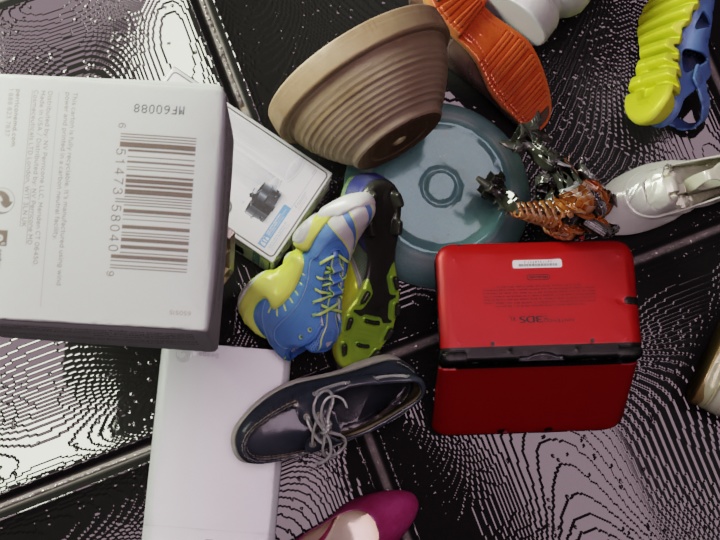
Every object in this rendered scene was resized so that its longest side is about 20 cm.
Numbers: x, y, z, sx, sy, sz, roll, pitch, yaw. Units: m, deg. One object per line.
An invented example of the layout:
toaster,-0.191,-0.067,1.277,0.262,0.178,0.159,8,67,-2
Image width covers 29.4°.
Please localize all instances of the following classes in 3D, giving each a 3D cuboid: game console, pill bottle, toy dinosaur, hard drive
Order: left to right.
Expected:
hard drive,-0.143,0.176,1.372,0.131,0.026,0.202,5,80,-4
game console,0.170,0.068,1.375,0.198,0.119,0.174,-2,75,-5
toy dinosaur,0.193,-0.077,1.349,0.136,0.200,0.102,41,94,15
pill bottle,0.214,-0.340,1.451,0.112,0.112,0.201,34,79,2

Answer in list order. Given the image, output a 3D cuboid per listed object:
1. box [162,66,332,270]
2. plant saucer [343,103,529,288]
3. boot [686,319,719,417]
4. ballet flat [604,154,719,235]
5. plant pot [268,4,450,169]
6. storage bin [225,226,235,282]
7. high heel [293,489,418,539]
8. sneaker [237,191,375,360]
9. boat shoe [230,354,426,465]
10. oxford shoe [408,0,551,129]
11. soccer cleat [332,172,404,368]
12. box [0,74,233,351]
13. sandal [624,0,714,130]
box,-0.142,-0.101,1.405,0.199,0.060,0.117,35,79,2
plant saucer,0.082,-0.083,1.432,0.198,0.036,0.202,1,80,-5
boot,0.446,0.084,1.413,0.154,0.072,0.201,30,84,2
ballet flat,0.338,-0.090,1.439,0.199,0.069,0.070,-15,81,-7
plant pot,0.016,-0.165,1.355,0.200,0.201,0.093,-30,80,-9
storage bin,-0.226,-0.040,1.317,0.200,0.199,0.094,37,78,2
high heel,-0.029,0.269,1.327,0.199,0.096,0.068,-23,82,-8
sneaker,-0.034,0.014,1.337,0.076,0.200,0.105,-15,67,-51
boat shoe,-0.029,0.143,1.349,0.199,0.062,0.075,-17,109,-20
oxford shoe,0.128,-0.228,1.452,0.071,0.073,0.200,-43,104,-23
soccer cleat,0.001,0.000,1.395,0.064,0.084,0.202,1,102,-29
box,-0.209,-0.042,1.132,0.198,0.171,0.201,3,82,-2
sandal,0.342,-0.230,1.469,0.087,0.079,0.201,28,71,-31
